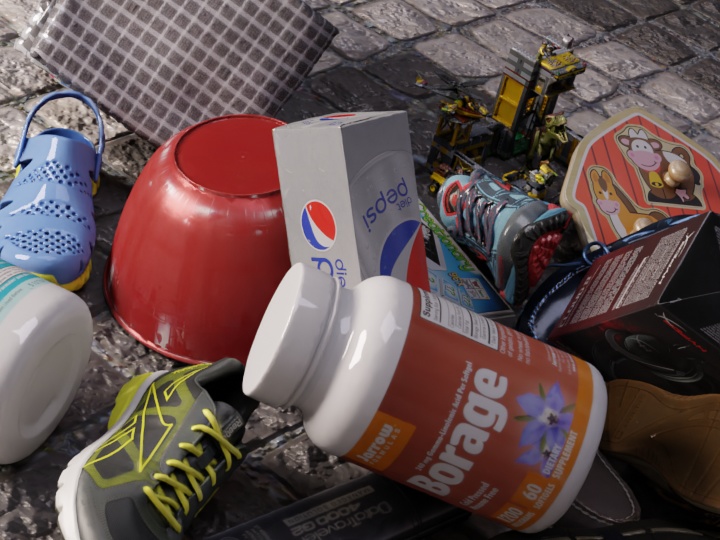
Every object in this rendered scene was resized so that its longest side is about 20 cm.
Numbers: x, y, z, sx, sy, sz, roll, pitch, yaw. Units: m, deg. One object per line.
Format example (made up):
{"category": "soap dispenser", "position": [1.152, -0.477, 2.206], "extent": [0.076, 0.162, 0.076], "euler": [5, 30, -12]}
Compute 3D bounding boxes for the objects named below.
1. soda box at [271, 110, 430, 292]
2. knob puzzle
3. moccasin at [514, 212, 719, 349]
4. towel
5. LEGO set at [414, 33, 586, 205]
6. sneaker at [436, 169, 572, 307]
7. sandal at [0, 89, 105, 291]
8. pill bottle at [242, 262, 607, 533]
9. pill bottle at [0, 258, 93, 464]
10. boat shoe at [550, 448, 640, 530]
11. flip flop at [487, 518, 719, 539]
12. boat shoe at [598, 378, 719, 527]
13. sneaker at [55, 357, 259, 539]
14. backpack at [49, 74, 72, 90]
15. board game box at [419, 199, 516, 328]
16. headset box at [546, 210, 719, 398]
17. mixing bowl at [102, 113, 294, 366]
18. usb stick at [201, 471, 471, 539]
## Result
{"category": "soda box", "position": [0.000, 0.000, 1.083], "extent": [0.063, 0.201, 0.068], "euler": [-17, 14, -42]}
{"category": "knob puzzle", "position": [0.252, -0.055, 1.360], "extent": [0.218, 0.030, 0.221], "euler": [14, 53, -19]}
{"category": "moccasin", "position": [0.194, 0.003, 1.244], "extent": [0.200, 0.068, 0.081], "euler": [-36, 85, -31]}
{"category": "towel", "position": [-0.140, -0.178, 1.268], "extent": [0.200, 0.166, 0.086], "euler": [34, 6, -19]}
{"category": "LEGO set", "position": [0.152, -0.126, 1.419], "extent": [0.199, 0.116, 0.154], "euler": [-14, 43, -38]}
{"category": "sneaker", "position": [0.096, -0.030, 1.246], "extent": [0.095, 0.080, 0.200], "euler": [28, 4, 1]}
{"category": "sandal", "position": [-0.220, -0.061, 1.189], "extent": [0.079, 0.087, 0.201], "euler": [9, 35, -14]}
{"category": "pill bottle", "position": [0.037, 0.072, 0.998], "extent": [0.199, 0.113, 0.112], "euler": [23, 31, -12]}
{"category": "pill bottle", "position": [-0.270, 0.028, 1.007], "extent": [0.199, 0.111, 0.111], "euler": [25, 33, 13]}
{"category": "boat shoe", "position": [0.113, 0.107, 1.102], "extent": [0.072, 0.060, 0.200], "euler": [-12, 42, -38]}
{"category": "flip flop", "position": [0.168, 0.188, 1.008], "extent": [0.199, 0.058, 0.081], "euler": [-2, 6, -8]}
{"category": "boat shoe", "position": [0.221, 0.125, 1.071], "extent": [0.072, 0.072, 0.200], "euler": [42, -14, -28]}
{"category": "sneaker", "position": [-0.111, 0.108, 0.958], "extent": [0.075, 0.084, 0.200], "euler": [55, 22, -24]}
{"category": "backpack", "position": [-0.173, -0.218, 1.401], "extent": [0.176, 0.151, 0.200], "euler": [16, 37, -2]}
{"category": "board game box", "position": [0.013, -0.008, 1.257], "extent": [0.126, 0.035, 0.200], "euler": [-5, 38, -29]}
{"category": "headset box", "position": [0.226, 0.049, 1.106], "extent": [0.149, 0.200, 0.077], "euler": [36, 72, -8]}
{"category": "mixing bowl", "position": [-0.082, -0.037, 1.157], "extent": [0.199, 0.109, 0.201], "euler": [1, 39, -1]}
{"category": "usb stick", "position": [-0.013, 0.155, 1.002], "extent": [0.199, 0.033, 0.055], "euler": [-16, 51, -40]}
